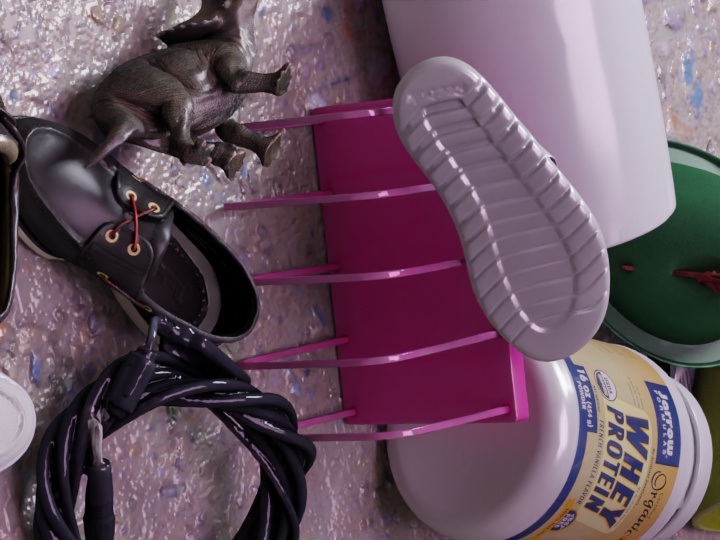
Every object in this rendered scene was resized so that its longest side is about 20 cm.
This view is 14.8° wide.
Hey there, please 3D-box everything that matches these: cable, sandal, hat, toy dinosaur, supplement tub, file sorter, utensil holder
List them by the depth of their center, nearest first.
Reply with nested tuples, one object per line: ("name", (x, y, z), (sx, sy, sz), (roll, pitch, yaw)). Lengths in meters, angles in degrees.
("cable", (-0.100, 0.130, 1.572), (0.200, 0.051, 0.164), (48, 64, -44))
("toy dinosaur", (-0.105, -0.095, 1.578), (0.200, 0.102, 0.077), (-43, 148, -37))
("sandal", (0.086, -0.041, 1.617), (0.203, 0.082, 0.050), (63, 5, -22))
("file sorter", (0.000, 0.000, 1.662), (0.125, 0.139, 0.201), (-10, 94, -49))
("utensil holder", (0.109, -0.120, 1.787), (0.170, 0.169, 0.201), (-30, 111, -49))
("supplement tub", (0.127, 0.112, 1.808), (0.200, 0.144, 0.145), (14, 76, -51))
("hat", (0.262, -0.028, 1.904), (0.200, 0.176, 0.166), (30, 67, -9))

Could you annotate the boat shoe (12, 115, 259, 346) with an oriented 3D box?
("boat shoe", (-0.131, -0.024, 1.556), (0.201, 0.063, 0.074), (44, 57, -39))

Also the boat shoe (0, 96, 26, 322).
("boat shoe", (-0.206, -0.064, 1.457), (0.073, 0.065, 0.201), (-5, 90, -51))

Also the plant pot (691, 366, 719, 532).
("plant pot", (0.318, 0.074, 2.053), (0.187, 0.187, 0.201), (11, 64, -51))

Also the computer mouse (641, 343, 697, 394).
("computer mouse", (0.201, 0.126, 1.977), (0.110, 0.044, 0.201), (71, 30, -53))

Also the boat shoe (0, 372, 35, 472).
("boat shoe", (-0.223, 0.074, 1.407), (0.202, 0.086, 0.075), (11, 79, -51))
